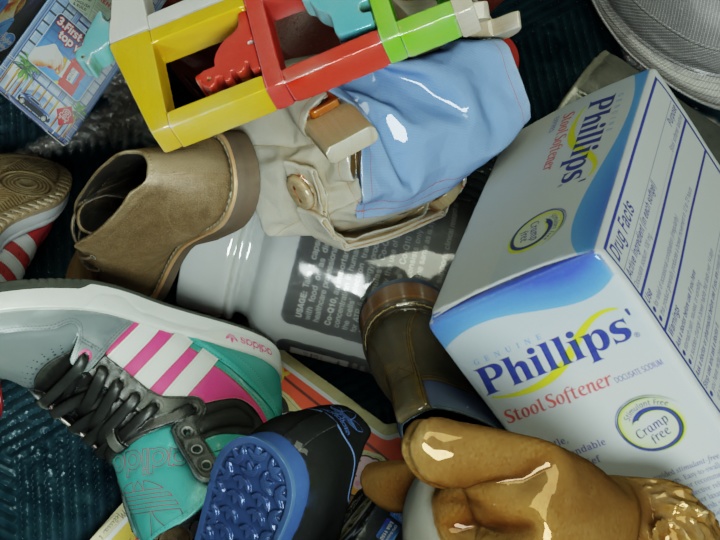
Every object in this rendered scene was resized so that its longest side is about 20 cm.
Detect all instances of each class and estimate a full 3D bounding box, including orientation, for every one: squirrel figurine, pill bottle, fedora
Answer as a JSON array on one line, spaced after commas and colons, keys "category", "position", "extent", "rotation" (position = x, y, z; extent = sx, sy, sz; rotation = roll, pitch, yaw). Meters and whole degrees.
[{"category": "squirrel figurine", "position": [0.078, 0.182, 0.701], "extent": [0.199, 0.142, 0.188], "rotation": [12, 72, -13]}, {"category": "pill bottle", "position": [0.000, 0.000, 0.908], "extent": [0.199, 0.113, 0.114], "rotation": [15, 61, -1]}, {"category": "fedora", "position": [0.249, -0.216, 1.072], "extent": [0.176, 0.090, 0.200], "rotation": [-30, 70, -21]}]

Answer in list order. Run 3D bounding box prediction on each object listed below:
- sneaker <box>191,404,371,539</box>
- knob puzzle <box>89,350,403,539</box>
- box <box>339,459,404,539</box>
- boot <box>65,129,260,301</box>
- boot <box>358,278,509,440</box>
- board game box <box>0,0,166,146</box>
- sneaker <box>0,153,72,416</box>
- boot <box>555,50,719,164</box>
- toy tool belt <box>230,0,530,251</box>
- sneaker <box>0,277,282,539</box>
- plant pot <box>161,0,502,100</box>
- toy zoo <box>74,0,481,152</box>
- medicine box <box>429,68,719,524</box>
[{"category": "sneaker", "position": [-0.055, 0.150, 0.784], "extent": [0.070, 0.201, 0.078], "rotation": [44, 35, 21]}, {"category": "knob puzzle", "position": [-0.029, 0.156, 0.867], "extent": [0.218, 0.031, 0.221], "rotation": [4, 61, -7]}, {"category": "box", "position": [0.024, 0.227, 0.786], "extent": [0.163, 0.086, 0.200], "rotation": [38, 62, -3]}, {"category": "boot", "position": [-0.133, -0.023, 0.850], "extent": [0.075, 0.200, 0.074], "rotation": [-5, 71, -33]}, {"category": "boot", "position": [0.070, 0.100, 0.833], "extent": [0.200, 0.075, 0.097], "rotation": [44, 20, -27]}, {"category": "board game box", "position": [-0.164, -0.192, 0.937], "extent": [0.200, 0.062, 0.200], "rotation": [-50, 33, -3]}, {"category": "sneaker", "position": [-0.223, 0.014, 0.901], "extent": [0.071, 0.113, 0.200], "rotation": [13, 30, 7]}, {"category": "boot", "position": [0.202, -0.039, 0.983], "extent": [0.199, 0.073, 0.182], "rotation": [34, 49, 2]}, {"category": "toy tool belt", "position": [0.034, -0.090, 0.827], "extent": [0.199, 0.123, 0.126], "rotation": [-29, 99, -31]}, {"category": "sneaker", "position": [-0.123, 0.083, 0.812], "extent": [0.199, 0.084, 0.121], "rotation": [14, 50, -33]}, {"category": "plant pot", "position": [-0.017, -0.183, 0.968], "extent": [0.200, 0.201, 0.196], "rotation": [35, 70, 11]}, {"category": "toy zoo", "position": [-0.050, -0.138, 0.785], "extent": [0.199, 0.020, 0.132], "rotation": [-21, 57, 7]}, {"category": "medicine box", "position": [0.149, 0.031, 0.812], "extent": [0.200, 0.103, 0.183], "rotation": [52, 34, -18]}]
